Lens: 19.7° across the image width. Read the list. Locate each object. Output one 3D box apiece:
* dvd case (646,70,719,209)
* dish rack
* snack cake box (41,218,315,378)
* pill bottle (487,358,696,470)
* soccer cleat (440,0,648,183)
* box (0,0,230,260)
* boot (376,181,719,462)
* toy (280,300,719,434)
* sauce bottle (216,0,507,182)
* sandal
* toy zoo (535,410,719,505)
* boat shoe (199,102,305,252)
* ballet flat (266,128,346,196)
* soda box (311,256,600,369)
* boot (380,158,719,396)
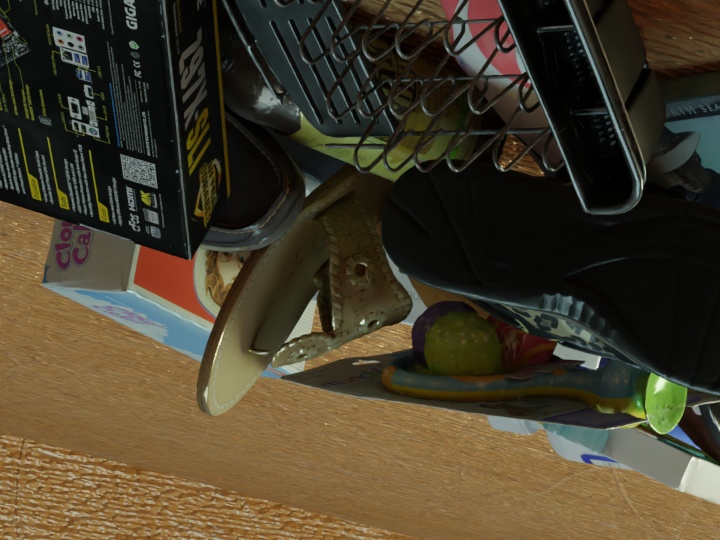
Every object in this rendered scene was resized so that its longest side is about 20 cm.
[{"bbox_3d":[0.195,-0.018,1.032,0.146,0.022,0.200,-3,134,50],"label":"dvd case"},{"bbox_3d":[0.017,-0.098,0.814,0.199,0.055,0.154,2,129,40],"label":"dish rack"},{"bbox_3d":[-0.102,-0.013,1.279,0.067,0.116,0.200,3,164,31],"label":"snack cake box"},{"bbox_3d":[0.191,0.081,1.426,0.199,0.113,0.112,8,166,21],"label":"pill bottle"},{"bbox_3d":[0.079,-0.092,0.920,0.073,0.068,0.200,28,171,20],"label":"soccer cleat"},{"bbox_3d":[-0.140,-0.101,0.890,0.159,0.049,0.200,19,145,14],"label":"box"},{"bbox_3d":[0.108,0.032,1.105,0.200,0.069,0.188,-3,138,48],"label":"boot"},{"bbox_3d":[0.071,0.041,1.027,0.199,0.047,0.115,11,-168,40],"label":"toy"},{"bbox_3d":[-0.021,-0.090,0.995,0.199,0.065,0.065,19,165,-32],"label":"sauce bottle"},{"bbox_3d":[0.000,-0.004,1.038,0.069,0.212,0.078,20,143,20],"label":"sandal"},{"bbox_3d":[0.155,0.097,1.129,0.131,0.021,0.200,25,-179,39],"label":"toy zoo"},{"bbox_3d":[-0.116,-0.074,1.005,0.200,0.075,0.073,31,178,23],"label":"boat shoe"},{"bbox_3d":[-0.077,-0.059,1.167,0.199,0.073,0.073,15,167,-14],"label":"ballet flat"},{"bbox_3d":[0.055,0.001,1.267,0.199,0.068,0.064,14,-170,-6],"label":"soda box"},{"bbox_3d":[0.116,0.003,0.924,0.203,0.074,0.154,18,180,9],"label":"boot"}]
